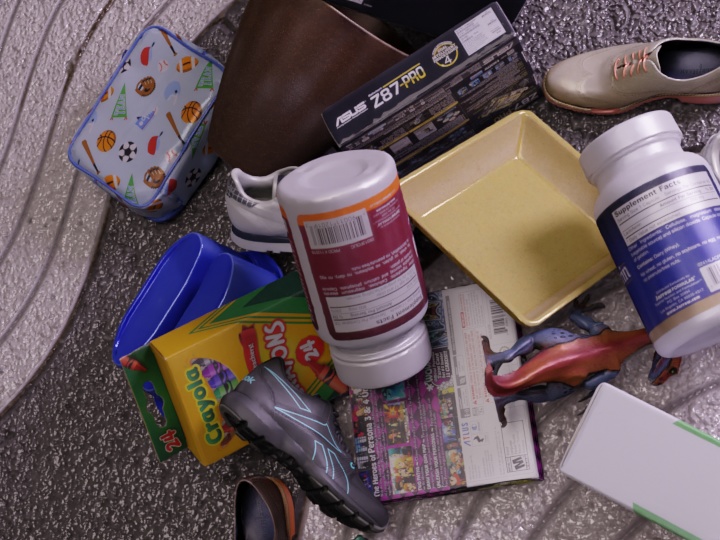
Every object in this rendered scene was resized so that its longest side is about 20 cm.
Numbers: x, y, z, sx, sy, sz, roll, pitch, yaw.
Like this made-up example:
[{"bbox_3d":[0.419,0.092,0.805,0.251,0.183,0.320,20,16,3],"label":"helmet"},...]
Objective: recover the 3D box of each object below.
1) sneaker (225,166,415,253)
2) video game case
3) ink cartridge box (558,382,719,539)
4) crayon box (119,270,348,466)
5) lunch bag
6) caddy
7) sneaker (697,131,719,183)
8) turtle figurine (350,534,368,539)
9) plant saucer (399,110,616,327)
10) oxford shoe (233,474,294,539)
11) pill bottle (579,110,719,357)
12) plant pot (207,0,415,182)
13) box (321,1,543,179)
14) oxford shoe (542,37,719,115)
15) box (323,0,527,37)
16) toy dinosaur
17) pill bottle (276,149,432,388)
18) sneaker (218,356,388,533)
[{"bbox_3d":[-0.039,-0.064,1.279,0.198,0.081,0.077,0,36,2],"label":"sneaker"},{"bbox_3d":[0.077,0.121,1.235,0.180,0.036,0.202,-12,72,16],"label":"video game case"},{"bbox_3d":[0.266,0.174,1.069,0.145,0.200,0.085,26,87,23],"label":"ink cartridge box"},{"bbox_3d":[-0.119,0.101,1.218,0.199,0.128,0.051,-27,27,-19],"label":"crayon box"},{"bbox_3d":[-0.226,-0.169,1.400,0.160,0.076,0.201,33,89,26],"label":"lunch bag"},{"bbox_3d":[-0.162,0.061,1.300,0.141,0.105,0.201,30,86,47],"label":"caddy"},{"bbox_3d":[0.359,-0.037,1.145,0.074,0.100,0.201,-21,70,-6],"label":"sneaker"},{"bbox_3d":[0.047,0.339,1.153,0.199,0.101,0.150,28,71,38],"label":"turtle figurine"},{"bbox_3d":[0.156,-0.044,1.210,0.199,0.049,0.200,-31,62,-29],"label":"plant saucer"},{"bbox_3d":[-0.094,0.300,1.225,0.071,0.073,0.202,-19,71,13],"label":"oxford shoe"},{"bbox_3d":[0.279,-0.034,1.123,0.115,0.116,0.201,-25,72,11],"label":"pill bottle"},{"bbox_3d":[-0.070,-0.194,1.311,0.187,0.186,0.201,43,107,24],"label":"plant pot"},{"bbox_3d":[0.077,-0.165,1.246,0.199,0.161,0.049,-32,67,9],"label":"box"},{"bbox_3d":[0.275,-0.202,1.235,0.198,0.074,0.072,-5,74,18],"label":"oxford shoe"},{"bbox_3d":[0.053,-0.311,1.254,0.079,0.198,0.142,-59,30,35],"label":"box"},{"bbox_3d":[0.208,0.092,1.141,0.180,0.200,0.106,-12,99,9],"label":"toy dinosaur"},{"bbox_3d":[0.000,0.000,1.166,0.113,0.114,0.202,-8,114,17],"label":"pill bottle"},{"bbox_3d":[-0.039,0.167,1.185,0.200,0.075,0.079,44,65,-8],"label":"sneaker"}]
